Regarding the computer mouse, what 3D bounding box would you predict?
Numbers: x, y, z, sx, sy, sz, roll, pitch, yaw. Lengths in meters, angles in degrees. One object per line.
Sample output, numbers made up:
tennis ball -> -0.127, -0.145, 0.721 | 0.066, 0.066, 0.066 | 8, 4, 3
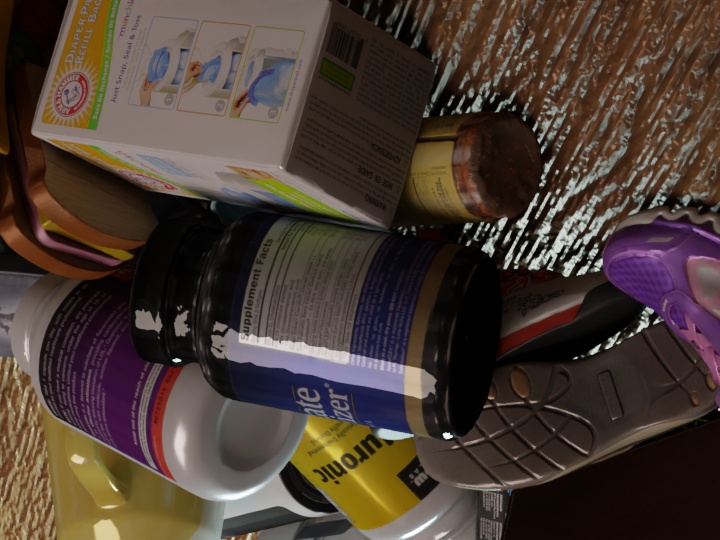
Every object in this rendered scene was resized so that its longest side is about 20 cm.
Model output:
computer mouse -> -0.101, -0.007, 1.701 | 0.138, 0.053, 0.200 | 42, 178, -33

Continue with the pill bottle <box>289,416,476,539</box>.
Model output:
pill bottle -> 0.013, 0.109, 1.766 | 0.200, 0.112, 0.111 | 46, 149, -18

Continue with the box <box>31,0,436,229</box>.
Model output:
box -> -0.075, -0.099, 1.533 | 0.199, 0.102, 0.112 | 10, 169, 38

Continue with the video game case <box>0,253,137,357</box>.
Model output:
video game case -> -0.180, 0.031, 1.844 | 0.198, 0.019, 0.143 | 4, 155, -14

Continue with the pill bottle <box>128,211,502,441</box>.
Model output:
pill bottle -> -0.026, 0.027, 1.533 | 0.199, 0.112, 0.112 | 10, 143, 18

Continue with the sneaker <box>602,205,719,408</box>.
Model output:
sneaker -> 0.217, 0.041, 1.478 | 0.199, 0.089, 0.081 | 30, 152, 13

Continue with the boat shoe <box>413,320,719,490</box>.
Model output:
boat shoe -> 0.131, 0.087, 1.573 | 0.199, 0.075, 0.073 | -16, 164, 14

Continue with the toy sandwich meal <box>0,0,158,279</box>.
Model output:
toy sandwich meal -> -0.190, -0.097, 1.624 | 0.070, 0.206, 0.206 | -17, 125, 28

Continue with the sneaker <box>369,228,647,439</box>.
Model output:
sneaker -> 0.074, 0.014, 1.607 | 0.201, 0.109, 0.067 | -29, 156, 27

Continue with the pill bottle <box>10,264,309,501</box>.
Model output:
pill bottle -> -0.132, 0.063, 1.684 | 0.199, 0.112, 0.113 | 23, 150, 42

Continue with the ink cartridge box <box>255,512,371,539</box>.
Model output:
ink cartridge box -> 0.031, 0.227, 1.946 | 0.146, 0.085, 0.199 | 48, 150, -20

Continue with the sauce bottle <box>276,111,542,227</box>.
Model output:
sauce bottle -> 0.019, -0.058, 1.571 | 0.199, 0.066, 0.066 | 1, 136, 49

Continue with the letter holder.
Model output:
letter holder -> 0.184, 0.178, 1.541 | 0.199, 0.143, 0.101 | -23, 118, 28

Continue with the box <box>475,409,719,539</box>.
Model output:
box -> 0.167, 0.164, 1.673 | 0.192, 0.048, 0.201 | 11, 128, 17

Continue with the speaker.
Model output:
speaker -> -0.077, 0.151, 1.955 | 0.081, 0.081, 0.200 | 45, 149, -16

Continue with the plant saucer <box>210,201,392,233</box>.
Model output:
plant saucer -> 0.000, 0.000, 1.685 | 0.200, 0.019, 0.070 | 42, 107, -11

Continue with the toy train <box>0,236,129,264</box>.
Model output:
toy train -> -0.208, -0.051, 1.808 | 0.113, 0.086, 0.200 | 21, 148, 3

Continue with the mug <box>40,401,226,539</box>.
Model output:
mug -> -0.168, 0.134, 1.864 | 0.186, 0.154, 0.149 | 20, 148, -39
